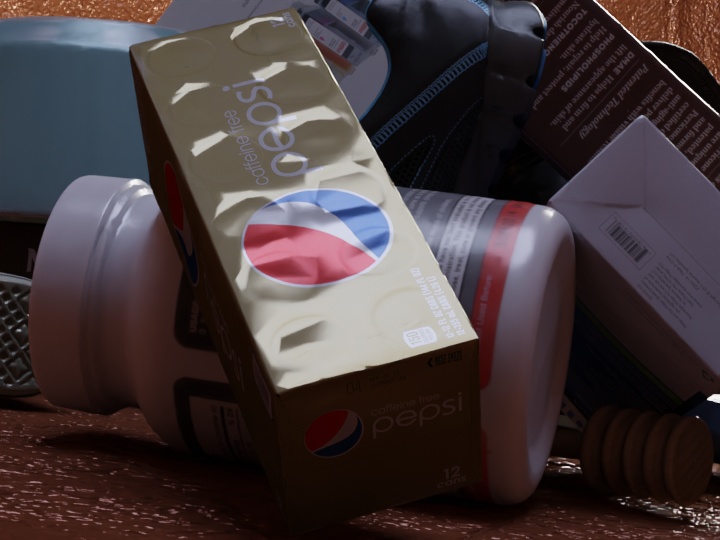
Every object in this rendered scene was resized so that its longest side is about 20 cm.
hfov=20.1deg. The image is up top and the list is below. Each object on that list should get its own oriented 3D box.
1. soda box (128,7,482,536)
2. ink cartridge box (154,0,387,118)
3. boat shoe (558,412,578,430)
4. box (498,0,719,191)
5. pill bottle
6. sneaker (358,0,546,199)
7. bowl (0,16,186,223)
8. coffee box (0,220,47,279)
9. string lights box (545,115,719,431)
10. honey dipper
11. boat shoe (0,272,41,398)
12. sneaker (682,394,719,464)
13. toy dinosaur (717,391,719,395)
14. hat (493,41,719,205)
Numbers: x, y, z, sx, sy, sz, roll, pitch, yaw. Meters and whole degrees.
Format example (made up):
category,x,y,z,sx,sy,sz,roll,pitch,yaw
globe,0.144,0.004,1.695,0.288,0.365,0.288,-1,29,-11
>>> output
category,x,y,z,sx,sy,sz,roll,pitch,yaw
soda box,-0.023,-0.008,0.695,0.067,0.064,0.201,-14,42,-11
ink cartridge box,0.008,-0.108,1.176,0.200,0.145,0.145,38,-3,28
boat shoe,0.107,0.055,1.172,0.198,0.067,0.074,9,0,29
box,0.123,-0.066,0.969,0.200,0.075,0.100,46,6,10
pill bottle,-0.022,0.021,0.800,0.198,0.117,0.116,8,1,14
sneaker,0.021,-0.024,0.884,0.081,0.202,0.073,13,-2,-2
bowl,-0.143,-0.075,1.081,0.199,0.106,0.201,3,1,0
coffee box,-0.112,0.020,1.076,0.112,0.081,0.200,6,1,16
string lights box,0.116,0.016,0.896,0.103,0.059,0.200,46,-14,6
honey dipper,0.061,0.070,0.898,0.199,0.038,0.038,6,0,39
boat shoe,-0.224,0.016,0.888,0.198,0.075,0.062,13,-6,-28
sneaker,0.244,0.069,1.016,0.198,0.083,0.074,4,3,-14
toy dinosaur,0.219,0.051,1.071,0.199,0.106,0.181,31,30,20
hat,0.123,-0.026,1.074,0.199,0.202,0.081,7,32,-27
